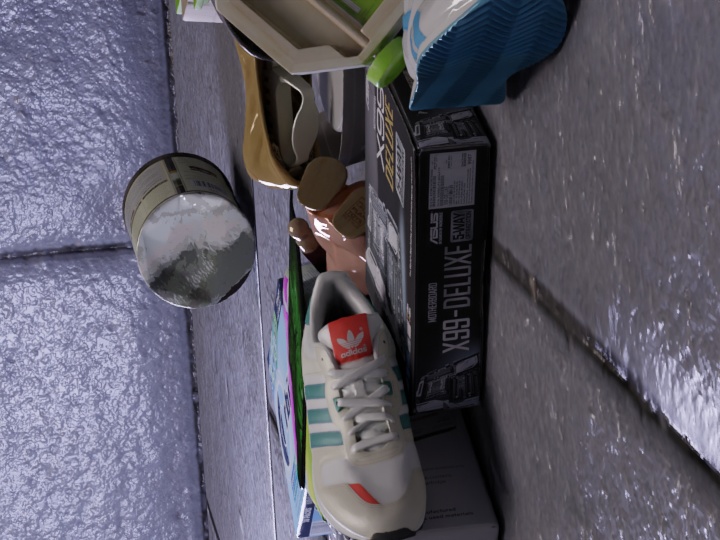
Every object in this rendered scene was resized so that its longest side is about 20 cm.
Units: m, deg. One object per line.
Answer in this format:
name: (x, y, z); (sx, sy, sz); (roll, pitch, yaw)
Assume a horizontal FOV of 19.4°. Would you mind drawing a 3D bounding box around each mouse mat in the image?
mouse mat: (-0.050, 0.050, 1.642); (0.200, 0.007, 0.162); (-99, 9, -54)

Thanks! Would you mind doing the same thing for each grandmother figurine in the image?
grandmother figurine: (0.000, 0.000, 1.560); (0.121, 0.060, 0.200); (47, 164, 24)

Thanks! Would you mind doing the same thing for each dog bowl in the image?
dog bowl: (-0.003, -0.174, 1.531); (0.200, 0.058, 0.201); (174, 90, -80)

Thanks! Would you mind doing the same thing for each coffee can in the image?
coffee can: (-0.215, -0.052, 2.615); (0.200, 0.146, 0.147); (-122, 28, -70)

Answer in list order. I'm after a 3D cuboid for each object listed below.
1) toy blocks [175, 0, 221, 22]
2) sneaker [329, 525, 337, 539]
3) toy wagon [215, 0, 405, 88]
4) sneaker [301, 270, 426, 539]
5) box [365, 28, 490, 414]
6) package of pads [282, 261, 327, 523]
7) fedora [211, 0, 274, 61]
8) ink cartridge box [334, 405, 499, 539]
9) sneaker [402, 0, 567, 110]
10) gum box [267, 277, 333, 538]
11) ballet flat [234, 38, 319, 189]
toy blocks: (-0.062, -0.255, 1.642); (0.200, 0.136, 0.100); (114, 153, -59)
sneaker: (-0.003, 0.118, 1.599); (0.082, 0.077, 0.201); (-124, 25, -55)
toy wagon: (0.000, -0.214, 1.260); (0.200, 0.155, 0.040); (-51, -9, 12)
sneaker: (-0.005, 0.083, 1.350); (0.200, 0.070, 0.094); (-103, 3, -49)
box: (0.041, -0.034, 1.370); (0.158, 0.049, 0.201); (-110, 16, -54)
package of pads: (-0.021, 0.099, 1.766); (0.155, 0.068, 0.201); (-139, 43, -77)
fedora: (-0.012, -0.226, 1.351); (0.090, 0.201, 0.177); (20, 164, 44)
ink cartridge box: (0.029, 0.155, 1.449); (0.200, 0.084, 0.145); (-106, 14, -49)
sneaker: (0.058, -0.143, 1.132); (0.200, 0.076, 0.081); (142, 123, -77)
gum box: (-0.051, 0.133, 2.045); (0.170, 0.044, 0.201); (100, 161, -60)
ballet flat: (-0.054, -0.153, 1.539); (0.063, 0.068, 0.201); (25, 127, 47)
